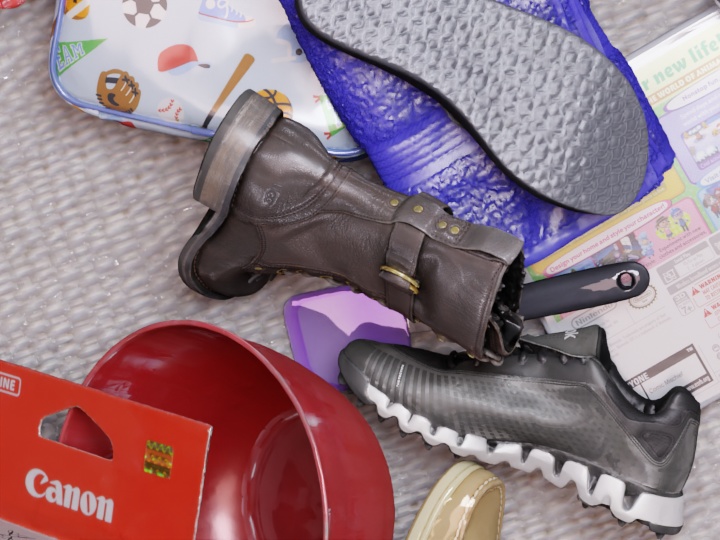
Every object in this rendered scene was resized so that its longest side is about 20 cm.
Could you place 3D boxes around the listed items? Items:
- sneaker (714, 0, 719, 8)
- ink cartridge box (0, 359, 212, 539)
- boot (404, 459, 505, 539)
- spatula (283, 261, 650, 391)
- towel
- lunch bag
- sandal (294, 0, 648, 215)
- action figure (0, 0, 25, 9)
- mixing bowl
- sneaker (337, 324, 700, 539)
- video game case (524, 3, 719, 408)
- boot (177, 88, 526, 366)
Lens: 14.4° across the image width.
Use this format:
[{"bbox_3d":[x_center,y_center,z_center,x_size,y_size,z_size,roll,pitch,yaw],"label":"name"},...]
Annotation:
[{"bbox_3d":[0.274,-0.164,1.458,0.199,0.081,0.075,-5,134,-2],"label":"sneaker"},{"bbox_3d":[-0.167,0.146,1.473,0.200,0.043,0.174,14,100,41],"label":"ink cartridge box"},{"bbox_3d":[0.087,0.211,1.477,0.155,0.073,0.201,17,99,30],"label":"boot"},{"bbox_3d":[0.057,0.023,1.510,0.199,0.021,0.057,-11,95,20],"label":"spatula"},{"bbox_3d":[0.061,-0.099,1.444,0.147,0.050,0.200,-33,105,-10],"label":"towel"},{"bbox_3d":[-0.059,-0.144,1.493,0.199,0.076,0.161,10,92,4],"label":"lunch bag"},{"bbox_3d":[0.059,-0.101,1.406,0.200,0.043,0.076,36,85,-4],"label":"sandal"},{"bbox_3d":[-0.232,-0.176,1.485,0.199,0.052,0.066,14,90,19],"label":"action figure"},{"bbox_3d":[-0.056,0.124,1.472,0.200,0.108,0.201,1,91,42],"label":"mixing bowl"},{"bbox_3d":[0.089,0.062,1.486,0.199,0.066,0.091,22,101,5],"label":"sneaker"},{"bbox_3d":[0.178,-0.030,1.510,0.200,0.022,0.182,-30,92,6],"label":"video game case"},{"bbox_3d":[0.000,0.000,1.433,0.174,0.200,0.069,29,69,7],"label":"boot"}]
